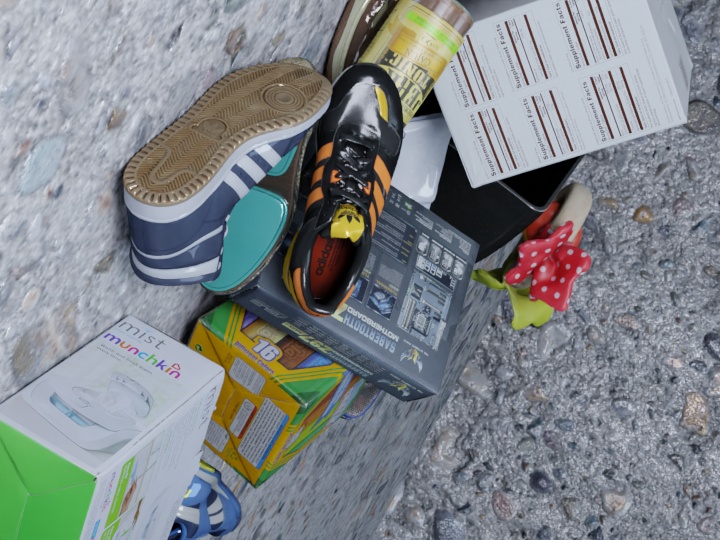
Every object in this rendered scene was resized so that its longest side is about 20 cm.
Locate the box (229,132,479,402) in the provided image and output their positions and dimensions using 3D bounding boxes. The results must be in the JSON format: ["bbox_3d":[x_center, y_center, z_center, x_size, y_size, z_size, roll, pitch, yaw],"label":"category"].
[{"bbox_3d":[0.000,0.000,1.188,0.051,0.200,0.158,-24,-138,51],"label":"box"}]

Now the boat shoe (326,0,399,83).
[{"bbox_3d":[0.041,-0.232,1.171,0.202,0.075,0.075,-64,167,13],"label":"boat shoe"}]

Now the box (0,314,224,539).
[{"bbox_3d":[-0.202,0.163,1.020,0.176,0.097,0.200,-43,158,-57],"label":"box"}]

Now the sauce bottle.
[{"bbox_3d":[0.015,-0.139,1.123,0.200,0.065,0.065,-57,168,1],"label":"sauce bottle"}]

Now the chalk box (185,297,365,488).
[{"bbox_3d":[-0.061,0.079,1.257,0.200,0.124,0.125,-35,160,-49],"label":"chalk box"}]

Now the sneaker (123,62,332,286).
[{"bbox_3d":[-0.097,-0.067,0.991,0.200,0.070,0.109,-42,153,-39],"label":"sneaker"}]

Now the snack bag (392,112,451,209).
[{"bbox_3d":[0.002,-0.055,1.324,0.188,0.021,0.200,-15,133,-37],"label":"snack bag"}]

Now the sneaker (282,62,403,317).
[{"bbox_3d":[-0.007,-0.058,1.058,0.090,0.070,0.200,-121,-134,-72],"label":"sneaker"}]

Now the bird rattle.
[{"bbox_3d":[0.188,-0.028,1.458,0.163,0.113,0.200,-59,177,-22],"label":"bird rattle"}]

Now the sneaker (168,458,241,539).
[{"bbox_3d":[-0.174,0.232,1.357,0.082,0.074,0.200,-55,159,-17],"label":"sneaker"}]

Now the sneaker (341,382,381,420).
[{"bbox_3d":[0.023,0.056,1.342,0.200,0.075,0.078,-65,-156,5],"label":"sneaker"}]

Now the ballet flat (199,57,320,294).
[{"bbox_3d":[-0.075,-0.076,1.095,0.075,0.068,0.200,-65,177,-73],"label":"ballet flat"}]

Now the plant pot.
[{"bbox_3d":[0.111,-0.119,1.482,0.200,0.200,0.177,-49,176,-44],"label":"plant pot"}]

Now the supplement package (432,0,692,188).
[{"bbox_3d":[0.185,-0.195,1.261,0.147,0.200,0.191,68,22,-16],"label":"supplement package"}]
